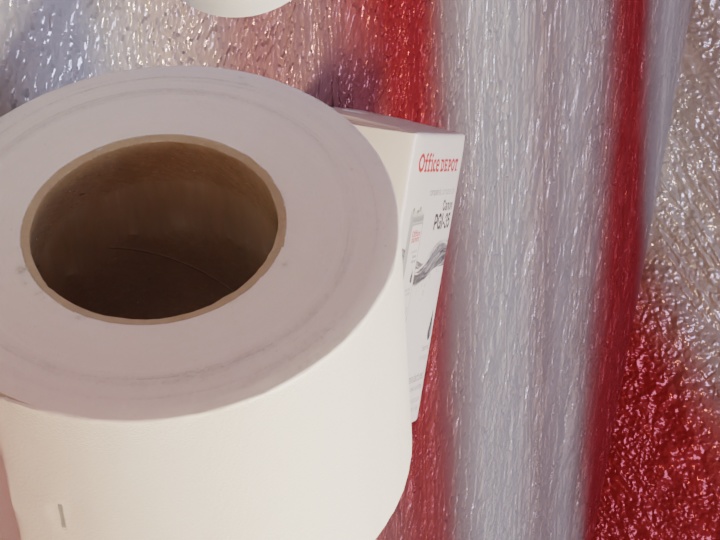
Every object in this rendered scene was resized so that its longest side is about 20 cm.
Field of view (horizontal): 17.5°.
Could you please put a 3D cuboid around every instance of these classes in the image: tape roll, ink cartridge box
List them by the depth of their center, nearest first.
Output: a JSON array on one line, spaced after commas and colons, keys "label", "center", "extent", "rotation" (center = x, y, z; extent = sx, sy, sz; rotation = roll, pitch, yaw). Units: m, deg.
[{"label": "tape roll", "center": [-0.079, 0.030, 0.985], "extent": [0.140, 0.201, 0.203], "rotation": [87, 20, -46]}, {"label": "ink cartridge box", "center": [0.000, 0.000, 1.517], "extent": [0.146, 0.082, 0.202], "rotation": [-11, 111, -75]}]

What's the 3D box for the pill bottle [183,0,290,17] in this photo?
[{"label": "pill bottle", "center": [-0.069, -0.202, 1.037], "extent": [0.200, 0.111, 0.113], "rotation": [77, 28, -59]}]
